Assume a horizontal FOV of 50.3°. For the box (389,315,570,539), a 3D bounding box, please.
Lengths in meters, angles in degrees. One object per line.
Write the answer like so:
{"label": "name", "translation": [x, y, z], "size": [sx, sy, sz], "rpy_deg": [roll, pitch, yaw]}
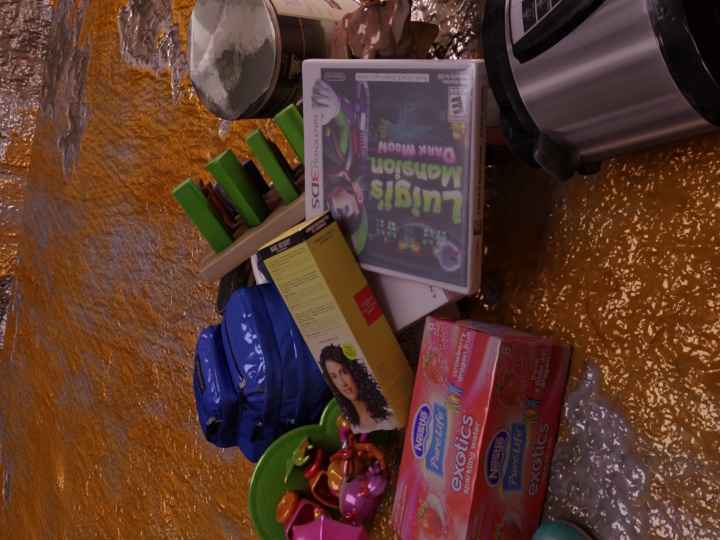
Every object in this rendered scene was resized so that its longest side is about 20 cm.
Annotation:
{"label": "box", "translation": [0.104, 0.151, 0.683], "size": [0.102, 0.093, 0.206], "rpy_deg": [15, 96, 54]}

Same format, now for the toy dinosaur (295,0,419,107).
{"label": "toy dinosaur", "translation": [0.008, -0.238, 0.766], "size": [0.198, 0.085, 0.139], "rpy_deg": [-21, 88, 42]}

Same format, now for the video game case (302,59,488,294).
{"label": "video game case", "translation": [0.023, -0.088, 0.671], "size": [0.197, 0.023, 0.187], "rpy_deg": [13, 110, 41]}

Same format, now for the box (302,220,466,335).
{"label": "box", "translation": [0.000, 0.000, 0.756], "size": [0.199, 0.036, 0.147], "rpy_deg": [-34, 77, 42]}

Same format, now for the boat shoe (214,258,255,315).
{"label": "boat shoe", "translation": [-0.187, -0.023, 1.141], "size": [0.072, 0.065, 0.204], "rpy_deg": [48, 122, 45]}

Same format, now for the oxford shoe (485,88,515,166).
{"label": "oxford shoe", "translation": [0.069, -0.149, 0.784], "size": [0.195, 0.070, 0.077], "rpy_deg": [4, 79, 26]}

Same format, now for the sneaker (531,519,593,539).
{"label": "sneaker", "translation": [0.168, 0.291, 0.579], "size": [0.071, 0.078, 0.204], "rpy_deg": [-47, 49, 38]}

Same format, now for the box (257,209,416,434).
{"label": "box", "translation": [-0.016, 0.051, 0.716], "size": [0.074, 0.050, 0.203], "rpy_deg": [-20, 100, 47]}

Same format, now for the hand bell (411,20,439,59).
{"label": "hand bell", "translation": [0.047, -0.160, 0.851], "size": [0.103, 0.102, 0.206], "rpy_deg": [-2, 95, 53]}

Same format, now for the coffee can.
{"label": "coffee can", "translation": [-0.082, -0.252, 0.895], "size": [0.144, 0.198, 0.151], "rpy_deg": [9, 105, 37]}

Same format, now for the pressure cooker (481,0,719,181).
{"label": "pressure cooker", "translation": [0.185, -0.170, 0.566], "size": [0.198, 0.174, 0.183], "rpy_deg": [-8, 107, 53]}

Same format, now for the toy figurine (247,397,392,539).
{"label": "toy figurine", "translation": [-0.015, 0.230, 0.758], "size": [0.202, 0.149, 0.184], "rpy_deg": [-56, 15, -4]}

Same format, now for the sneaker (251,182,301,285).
{"label": "sneaker", "translation": [-0.078, -0.014, 0.986], "size": [0.200, 0.079, 0.150], "rpy_deg": [41, 122, 47]}

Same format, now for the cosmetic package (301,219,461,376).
{"label": "cosmetic package", "translation": [0.022, 0.013, 0.801], "size": [0.149, 0.051, 0.205], "rpy_deg": [-17, 90, 50]}

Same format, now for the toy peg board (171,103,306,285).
{"label": "toy peg board", "translation": [-0.113, -0.107, 0.860], "size": [0.198, 0.099, 0.200], "rpy_deg": [-34, 18, 3]}

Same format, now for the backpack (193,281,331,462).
{"label": "backpack", "translation": [-0.109, 0.118, 0.901], "size": [0.165, 0.164, 0.202], "rpy_deg": [63, 149, 30]}
